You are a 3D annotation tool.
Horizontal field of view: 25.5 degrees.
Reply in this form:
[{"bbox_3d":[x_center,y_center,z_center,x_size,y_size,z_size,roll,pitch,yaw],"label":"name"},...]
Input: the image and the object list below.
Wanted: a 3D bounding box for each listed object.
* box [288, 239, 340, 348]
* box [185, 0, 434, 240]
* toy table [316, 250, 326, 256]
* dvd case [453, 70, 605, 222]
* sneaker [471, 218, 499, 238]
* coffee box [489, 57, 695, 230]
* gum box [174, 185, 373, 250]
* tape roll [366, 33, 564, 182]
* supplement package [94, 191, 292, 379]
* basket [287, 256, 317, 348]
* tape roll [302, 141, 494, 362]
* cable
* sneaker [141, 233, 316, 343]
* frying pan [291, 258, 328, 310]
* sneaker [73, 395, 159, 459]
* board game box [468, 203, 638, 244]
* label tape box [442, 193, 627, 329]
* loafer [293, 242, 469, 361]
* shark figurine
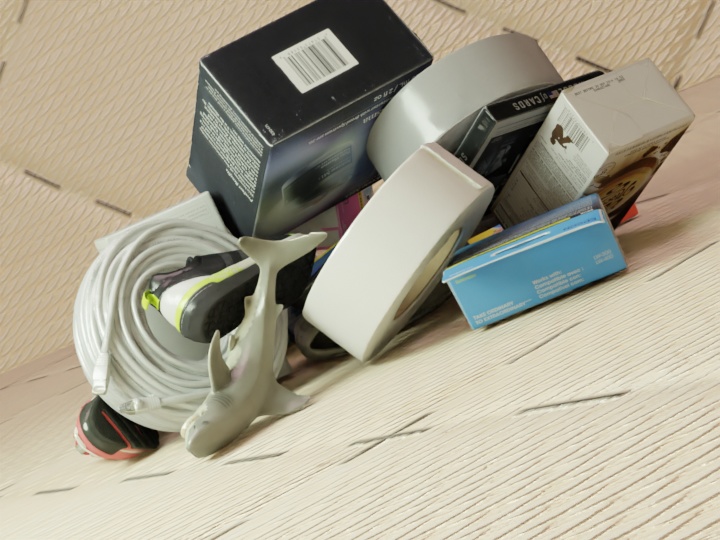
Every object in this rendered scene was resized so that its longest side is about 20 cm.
[{"bbox_3d":[0.000,0.000,1.636,0.200,0.064,0.070,-38,-14,-4],"label":"box"},{"bbox_3d":[-0.052,-0.148,1.556,0.200,0.123,0.198,-31,-19,-24],"label":"box"},{"bbox_3d":[-0.050,-0.030,1.925,0.200,0.184,0.117,-11,-19,-28],"label":"toy table"},{"bbox_3d":[0.141,-0.107,1.534,0.150,0.025,0.200,-21,-24,-33],"label":"dvd case"},{"bbox_3d":[0.111,-0.028,1.833,0.200,0.076,0.091,-9,42,14],"label":"sneaker"},{"bbox_3d":[0.217,-0.099,1.515,0.113,0.080,0.200,-23,-22,-28],"label":"coffee box"},{"bbox_3d":[-0.096,-0.060,1.730,0.200,0.066,0.114,-5,13,20],"label":"gum box"},{"bbox_3d":[0.107,-0.140,1.547,0.200,0.066,0.200,-27,-22,-12],"label":"tape roll"},{"bbox_3d":[-0.170,0.036,1.596,0.117,0.200,0.117,-25,5,-14],"label":"supplement package"},{"bbox_3d":[-0.147,0.040,1.802,0.200,0.139,0.176,-9,11,37],"label":"basket"},{"bbox_3d":[0.035,-0.017,1.431,0.202,0.071,0.202,-51,-10,-12],"label":"tape roll"},{"bbox_3d":[-0.165,0.052,1.467,0.200,0.200,0.069,7,-27,-27],"label":"cable"},{"bbox_3d":[-0.117,0.000,1.431,0.083,0.072,0.200,28,28,25],"label":"sneaker"},{"bbox_3d":[-0.002,-0.028,1.539,0.190,0.031,0.115,-45,4,13],"label":"frying pan"},{"bbox_3d":[-0.238,0.156,1.513,0.087,0.074,0.200,-36,-1,8],"label":"sneaker"},{"bbox_3d":[0.172,-0.030,1.684,0.200,0.040,0.153,-26,6,-32],"label":"board game box"},{"bbox_3d":[0.152,-0.005,1.369,0.143,0.066,0.200,-22,6,9],"label":"label tape box"},{"bbox_3d":[0.029,0.031,1.559,0.200,0.070,0.070,-31,10,-5],"label":"loafer"},{"bbox_3d":[-0.080,0.077,1.356,0.089,0.215,0.128,15,-21,11],"label":"shark figurine"}]
